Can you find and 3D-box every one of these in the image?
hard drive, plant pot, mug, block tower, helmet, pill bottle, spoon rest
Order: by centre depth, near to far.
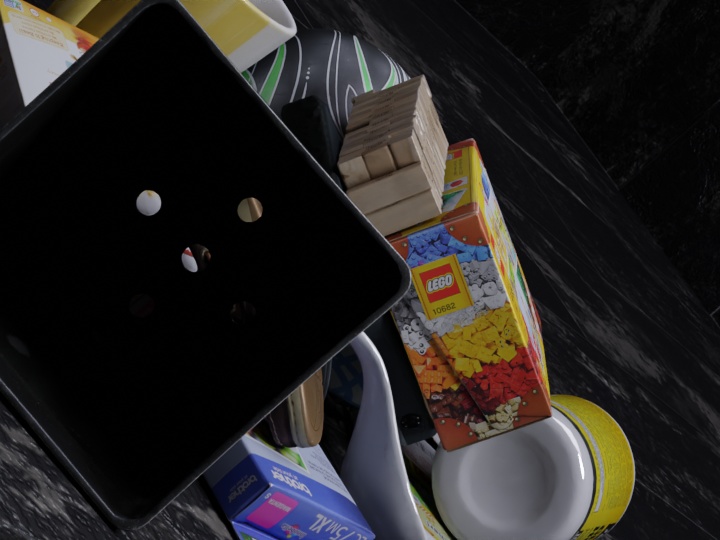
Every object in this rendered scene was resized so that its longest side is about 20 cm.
[{"bbox_3d":[-0.101,-0.007,1.330,0.200,0.200,0.177,49,5,2],"label":"plant pot"},{"bbox_3d":[0.002,0.104,1.548,0.200,0.061,0.099,64,-8,-14],"label":"spoon rest"},{"bbox_3d":[0.000,0.000,1.634,0.140,0.033,0.200,-100,169,-49],"label":"hard drive"},{"bbox_3d":[0.024,-0.079,1.643,0.200,0.058,0.054,-85,153,-73],"label":"block tower"},{"bbox_3d":[0.130,0.144,1.744,0.113,0.112,0.200,51,14,14],"label":"pill bottle"},{"bbox_3d":[-0.161,-0.182,1.749,0.187,0.153,0.150,37,17,-43],"label":"mug"},{"bbox_3d":[-0.040,-0.080,1.824,0.200,0.200,0.191,42,-4,-27],"label":"helmet"}]

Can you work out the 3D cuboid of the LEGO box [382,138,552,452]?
[{"bbox_3d":[0.067,0.012,1.661,0.200,0.077,0.149,-84,154,-73],"label":"LEGO box"}]

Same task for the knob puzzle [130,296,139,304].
[{"bbox_3d":[-0.144,-0.024,1.606,0.220,0.030,0.220,46,12,-13],"label":"knob puzzle"}]

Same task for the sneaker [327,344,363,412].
[{"bbox_3d":[-0.030,0.023,1.691,0.200,0.072,0.072,52,5,-27],"label":"sneaker"}]

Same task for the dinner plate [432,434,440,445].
[{"bbox_3d":[0.105,0.155,1.908,0.200,0.024,0.200,45,4,-4],"label":"dinner plate"}]

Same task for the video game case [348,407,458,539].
[{"bbox_3d":[0.073,0.190,1.736,0.200,0.023,0.182,45,12,-23],"label":"video game case"}]

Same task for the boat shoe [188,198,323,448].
[{"bbox_3d":[-0.076,0.017,1.460,0.072,0.072,0.200,42,29,-75],"label":"boat shoe"}]

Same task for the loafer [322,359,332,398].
[{"bbox_3d":[-0.060,-0.001,1.592,0.070,0.068,0.201,-101,178,-72],"label":"loafer"}]

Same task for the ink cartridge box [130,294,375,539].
[{"bbox_3d":[-0.062,0.105,1.470,0.119,0.042,0.200,33,21,-52],"label":"ink cartridge box"}]

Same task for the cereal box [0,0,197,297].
[{"bbox_3d":[-0.166,-0.074,1.543,0.144,0.040,0.200,24,34,-42],"label":"cereal box"}]
